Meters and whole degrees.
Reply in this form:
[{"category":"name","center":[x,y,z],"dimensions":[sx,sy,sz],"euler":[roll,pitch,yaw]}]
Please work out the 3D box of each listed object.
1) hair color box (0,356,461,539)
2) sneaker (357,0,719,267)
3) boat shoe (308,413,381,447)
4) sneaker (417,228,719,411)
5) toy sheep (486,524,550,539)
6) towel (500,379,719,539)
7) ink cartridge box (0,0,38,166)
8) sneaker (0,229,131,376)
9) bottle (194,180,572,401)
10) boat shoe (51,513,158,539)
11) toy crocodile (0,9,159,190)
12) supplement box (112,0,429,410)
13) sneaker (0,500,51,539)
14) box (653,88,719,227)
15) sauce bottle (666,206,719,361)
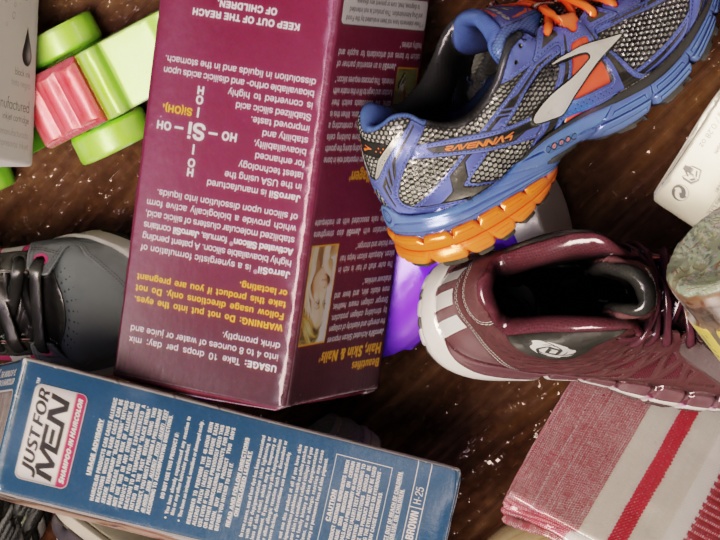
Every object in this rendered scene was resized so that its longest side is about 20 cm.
[{"category":"hair color box","center":[-0.067,0.092,1.259],"dimensions":[0.199,0.100,0.061],"euler":[16,82,-14]},{"category":"sneaker","center":[0.079,-0.090,1.231],"dimensions":[0.200,0.075,0.079],"euler":[-44,121,-16]},{"category":"boat shoe","center":[-0.071,0.129,1.340],"dimensions":[0.065,0.202,0.074],"euler":[53,157,-10]},{"category":"sneaker","center":[0.131,0.019,1.235],"dimensions":[0.199,0.116,0.076],"euler":[-1,82,-12]},{"category":"toy sheep","center":[0.139,0.172,1.310],"dimensions":[0.200,0.138,0.138],"euler":[31,115,-16]},{"category":"towel","center":[0.174,0.108,1.275],"dimensions":[0.200,0.144,0.023],"euler":[29,136,8]},{"category":"ink cartridge box","center":[-0.199,-0.151,1.299],"dimensions":[0.066,0.116,0.201],"euler":[1,87,22]},{"category":"sneaker","center":[-0.190,0.017,1.345],"dimensions":[0.199,0.121,0.084],"euler":[2,101,38]},{"category":"bottle","center":[0.000,0.000,1.337],"dimensions":[0.199,0.065,0.084],"euler":[-18,96,22]},{"category":"boat shoe","center":[-0.074,0.178,1.414],"dimensions":[0.200,0.073,0.063],"euler":[31,112,1]},{"category":"toy crocodile","center":[-0.165,-0.073,1.372],"dimensions":[0.199,0.062,0.068],"euler":[-19,100,22]},{"category":"supplement box","center":[-0.036,-0.047,1.252],"dimensions":[0.085,0.110,0.201],"euler":[10,97,22]},{"category":"sneaker","center":[-0.211,0.094,1.378],"dimensions":[0.115,0.075,0.200],"euler":[25,156,5]},{"category":"box","center":[0.232,-0.012,1.248],"dimensions":[0.200,0.082,0.068],"euler":[35,113,7]},{"category":"sauce bottle","center":[0.203,0.055,1.210],"dimensions":[0.065,0.065,0.200],"euler":[-25,122,23]}]
